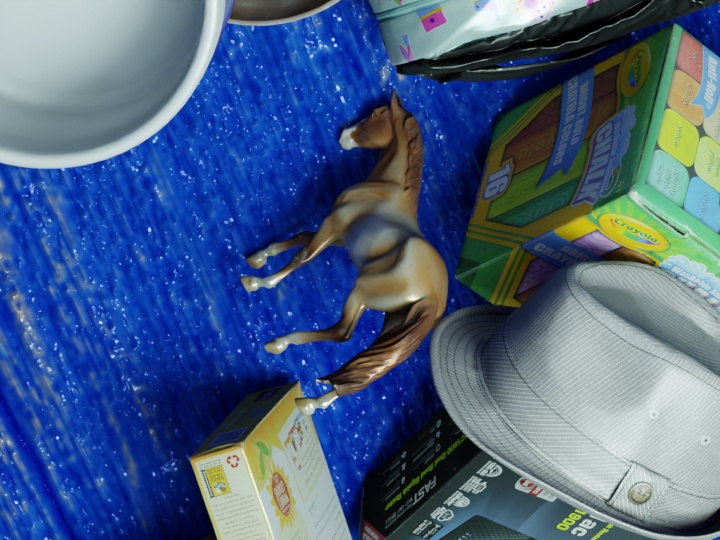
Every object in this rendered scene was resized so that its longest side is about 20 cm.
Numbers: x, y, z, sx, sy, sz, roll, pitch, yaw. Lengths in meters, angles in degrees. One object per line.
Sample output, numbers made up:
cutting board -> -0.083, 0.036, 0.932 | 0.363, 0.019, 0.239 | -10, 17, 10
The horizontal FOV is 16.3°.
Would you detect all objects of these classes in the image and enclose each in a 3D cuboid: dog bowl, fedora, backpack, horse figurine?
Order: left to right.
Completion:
dog bowl -> -0.166, -0.160, 1.333 | 0.199, 0.079, 0.201 | 3, 113, 7
horse figurine -> 0.000, 0.000, 1.425 | 0.132, 0.200, 0.050 | -32, 129, 9
backpack -> 0.097, -0.178, 1.400 | 0.199, 0.167, 0.127 | -18, 90, -6
fedora -> 0.144, 0.056, 1.353 | 0.199, 0.177, 0.090 | 28, 117, -11

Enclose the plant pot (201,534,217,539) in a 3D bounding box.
plant pot -> -0.124, 0.289, 1.518 | 0.200, 0.187, 0.187 | -32, 116, 15

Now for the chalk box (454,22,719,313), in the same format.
chalk box -> 0.171, -0.044, 1.424 | 0.124, 0.125, 0.200 | 34, 144, -23

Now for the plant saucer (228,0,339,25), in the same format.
plant saucer -> -0.061, -0.232, 1.348 | 0.199, 0.034, 0.201 | 8, 113, 20

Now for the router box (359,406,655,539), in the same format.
router box -> 0.110, 0.130, 1.513 | 0.149, 0.062, 0.200 | 21, 138, -22

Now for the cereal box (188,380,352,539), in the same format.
cereal box -> -0.036, 0.178, 1.473 | 0.039, 0.144, 0.201 | -16, 97, 14
